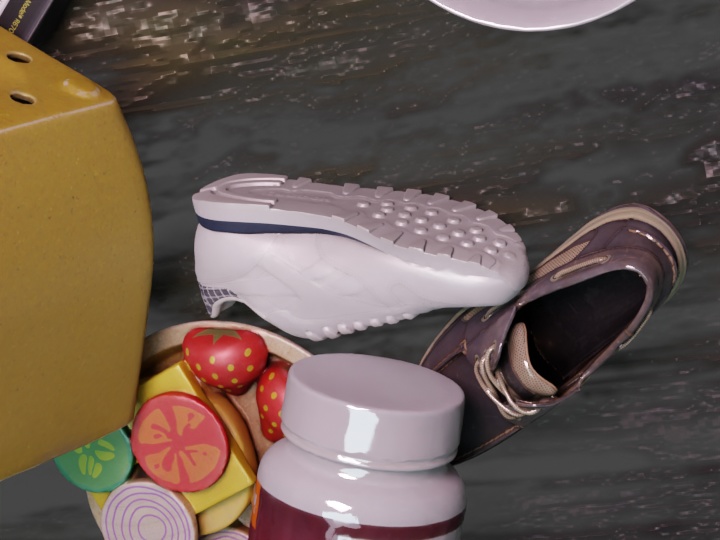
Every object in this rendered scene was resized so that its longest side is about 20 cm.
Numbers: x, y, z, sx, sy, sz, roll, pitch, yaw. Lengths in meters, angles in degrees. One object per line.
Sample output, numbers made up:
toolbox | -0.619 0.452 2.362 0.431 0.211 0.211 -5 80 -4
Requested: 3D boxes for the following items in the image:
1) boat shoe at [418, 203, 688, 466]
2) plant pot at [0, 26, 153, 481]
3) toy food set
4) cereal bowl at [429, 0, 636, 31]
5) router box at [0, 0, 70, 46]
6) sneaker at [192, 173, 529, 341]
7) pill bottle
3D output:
boat shoe | 0.089 0.041 1.232 0.074 0.073 0.200 45 115 0
plant pot | -0.225 -0.022 1.222 0.194 0.195 0.201 31 118 24
toy food set | -0.077 0.127 1.331 0.198 0.049 0.200 -30 97 25
cereal bowl | 0.090 -0.225 1.136 0.199 0.083 0.201 6 110 17
router box | -0.191 -0.240 1.241 0.149 0.051 0.200 36 116 1
sneaker | 0.000 0.000 1.251 0.199 0.076 0.081 11 110 27
pill bottle | -0.005 0.154 1.228 0.114 0.114 0.201 12 104 14
